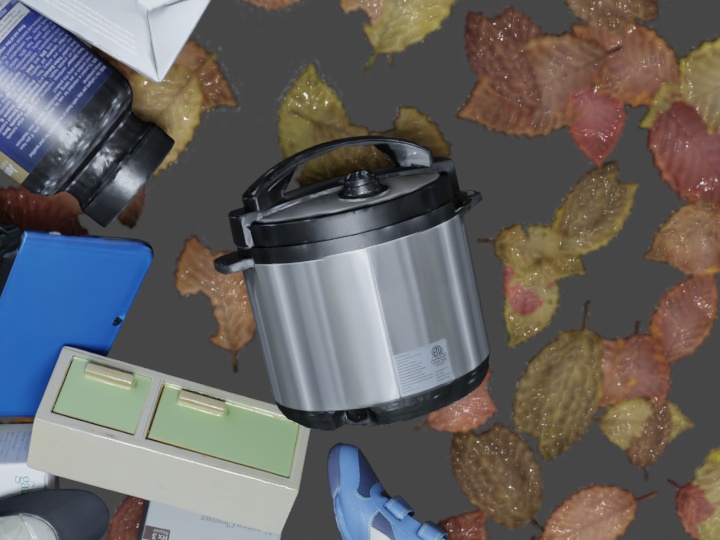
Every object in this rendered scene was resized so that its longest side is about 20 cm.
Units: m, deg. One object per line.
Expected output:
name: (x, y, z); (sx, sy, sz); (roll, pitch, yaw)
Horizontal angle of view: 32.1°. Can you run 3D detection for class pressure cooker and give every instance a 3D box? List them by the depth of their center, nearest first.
pressure cooker: (0.002, 0.000, 0.938); (0.179, 0.176, 0.200); (-6, 104, 29)

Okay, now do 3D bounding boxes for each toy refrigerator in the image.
toy refrigerator: (-0.143, 0.128, 0.954); (0.200, 0.076, 0.070); (17, 133, -5)

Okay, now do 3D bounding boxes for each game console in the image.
game console: (-0.282, 0.014, 0.955); (0.171, 0.118, 0.200); (41, 124, 14)

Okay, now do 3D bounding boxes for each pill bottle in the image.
pill bottle: (-0.239, -0.126, 0.914); (0.200, 0.112, 0.112); (40, 96, -14)

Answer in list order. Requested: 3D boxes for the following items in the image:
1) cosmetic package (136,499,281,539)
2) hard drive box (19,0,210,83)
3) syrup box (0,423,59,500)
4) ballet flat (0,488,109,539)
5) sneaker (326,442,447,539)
cosmetic package: (-0.130, 0.258, 0.989); (0.113, 0.081, 0.200); (12, 65, -11)
hard drive box: (-0.182, -0.207, 0.856); (0.156, 0.200, 0.077); (31, 98, -14)
syrup box: (-0.342, 0.174, 0.990); (0.200, 0.081, 0.079); (-1, 107, -9)
ballet flat: (-0.287, 0.214, 0.931); (0.200, 0.073, 0.073); (-11, 105, -4)
sneaker: (0.037, 0.226, 1.027); (0.082, 0.074, 0.200); (-30, 77, 9)
